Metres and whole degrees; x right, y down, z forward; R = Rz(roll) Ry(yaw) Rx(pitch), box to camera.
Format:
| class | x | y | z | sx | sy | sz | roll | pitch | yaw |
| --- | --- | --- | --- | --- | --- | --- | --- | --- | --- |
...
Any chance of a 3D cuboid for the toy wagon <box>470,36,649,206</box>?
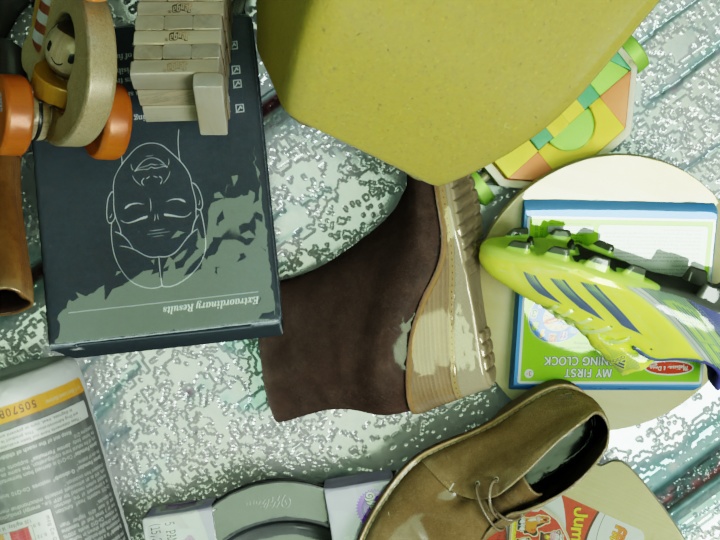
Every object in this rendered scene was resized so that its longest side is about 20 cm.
| class | x | y | z | sx | sy | sz | roll | pitch | yaw |
| --- | --- | --- | --- | --- | --- | --- | --- | --- | --- |
| toy wagon | 0.098 | -0.150 | 1.012 | 0.155 | 0.040 | 0.200 | -40 | 96 | 0 |

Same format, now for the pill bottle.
| class | x | y | z | sx | sy | sz | roll | pitch | yaw |
| --- | --- | --- | --- | --- | --- | --- | --- | --- | --- |
| pill bottle | -0.218 | 0.167 | 0.979 | 0.115 | 0.116 | 0.202 | -16 | 94 | -2 |

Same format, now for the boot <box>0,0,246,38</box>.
| class | x | y | z | sx | sy | sz | roll | pitch | yaw |
| --- | --- | --- | --- | --- | --- | --- | --- | --- | --- |
| boot | -0.158 | -0.202 | 0.977 | 0.173 | 0.069 | 0.202 | 26 | 85 | -4 |

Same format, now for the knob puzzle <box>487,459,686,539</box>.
| class | x | y | z | sx | sy | sz | roll | pitch | yaw |
| --- | --- | --- | --- | --- | --- | --- | --- | --- | --- |
| knob puzzle | 0.151 | 0.226 | 1.033 | 0.217 | 0.030 | 0.222 | 0 | 91 | 13 |

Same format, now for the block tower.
| class | x | y | z | sx | sy | sz | roll | pitch | yaw |
| --- | --- | --- | --- | --- | --- | --- | --- | --- | --- |
| block tower | -0.106 | -0.184 | 0.901 | 0.057 | 0.054 | 0.202 | -1 | 64 | 0 |

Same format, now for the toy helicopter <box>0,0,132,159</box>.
| class | x | y | z | sx | sy | sz | roll | pitch | yaw |
| --- | --- | --- | --- | --- | --- | --- | --- | --- | --- |
| toy helicopter | -0.176 | -0.171 | 0.862 | 0.078 | 0.132 | 0.202 | 0 | 62 | -30 |

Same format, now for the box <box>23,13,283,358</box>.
| class | x | y | z | sx | sy | sz | roll | pitch | yaw |
| --- | --- | --- | --- | --- | --- | --- | --- | --- | --- |
| box | -0.132 | -0.052 | 0.958 | 0.147 | 0.107 | 0.202 | -5 | 83 | -3 |

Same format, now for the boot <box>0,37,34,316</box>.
| class | x | y | z | sx | sy | sz | roll | pitch | yaw |
| --- | --- | --- | --- | --- | --- | --- | --- | --- | --- |
| boot | -0.287 | -0.032 | 0.927 | 0.186 | 0.069 | 0.202 | -14 | 59 | 11 |

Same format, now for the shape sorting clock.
| class | x | y | z | sx | sy | sz | roll | pitch | yaw |
| --- | --- | --- | --- | --- | --- | --- | --- | --- | --- |
| shape sorting clock | 0.173 | 0.017 | 1.019 | 0.198 | 0.039 | 0.202 | -1 | 103 | -6 |

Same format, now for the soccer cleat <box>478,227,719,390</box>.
| class | x | y | z | sx | sy | sz | roll | pitch | yaw |
| --- | --- | --- | --- | --- | --- | --- | --- | --- | --- |
| soccer cleat | 0.169 | 0.029 | 0.970 | 0.198 | 0.065 | 0.084 | 16 | 108 | -9 |

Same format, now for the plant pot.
| class | x | y | z | sx | sy | sz | roll | pitch | yaw |
| --- | --- | --- | --- | --- | --- | --- | --- | --- | --- |
| plant pot | 0.039 | -0.173 | 0.876 | 0.194 | 0.195 | 0.201 | 22 | 111 | -24 |

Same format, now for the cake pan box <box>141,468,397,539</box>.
| class | x | y | z | sx | sy | sz | roll | pitch | yaw |
| --- | --- | --- | --- | --- | --- | --- | --- | --- | --- |
| cake pan box | -0.049 | 0.245 | 1.021 | 0.182 | 0.052 | 0.202 | -8 | 91 | -2 |

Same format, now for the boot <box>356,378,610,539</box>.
| class | x | y | z | sx | sy | sz | roll | pitch | yaw |
| --- | --- | --- | --- | --- | --- | --- | --- | --- | --- |
| boot | 0.080 | 0.147 | 0.970 | 0.199 | 0.075 | 0.074 | -38 | 103 | -3 |

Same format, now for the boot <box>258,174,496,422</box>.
| class | x | y | z | sx | sy | sz | roll | pitch | yaw |
| --- | --- | --- | --- | --- | --- | --- | --- | --- | --- |
| boot | 0.000 | 0.000 | 0.991 | 0.165 | 0.072 | 0.202 | -8 | 88 | 20 |
